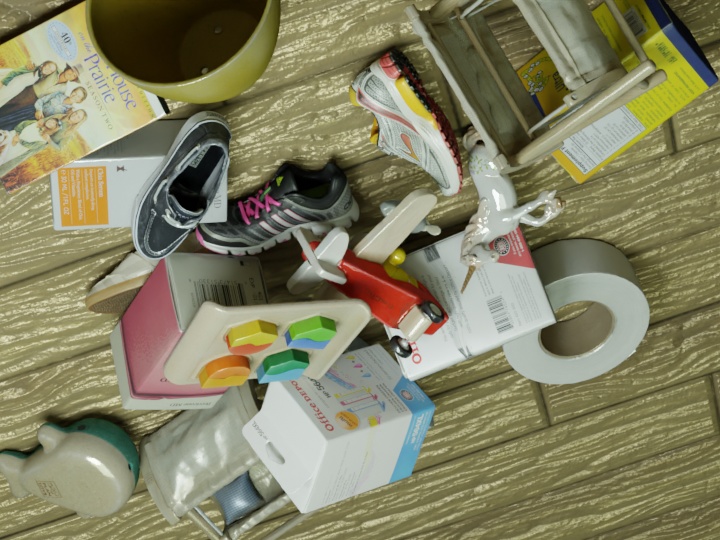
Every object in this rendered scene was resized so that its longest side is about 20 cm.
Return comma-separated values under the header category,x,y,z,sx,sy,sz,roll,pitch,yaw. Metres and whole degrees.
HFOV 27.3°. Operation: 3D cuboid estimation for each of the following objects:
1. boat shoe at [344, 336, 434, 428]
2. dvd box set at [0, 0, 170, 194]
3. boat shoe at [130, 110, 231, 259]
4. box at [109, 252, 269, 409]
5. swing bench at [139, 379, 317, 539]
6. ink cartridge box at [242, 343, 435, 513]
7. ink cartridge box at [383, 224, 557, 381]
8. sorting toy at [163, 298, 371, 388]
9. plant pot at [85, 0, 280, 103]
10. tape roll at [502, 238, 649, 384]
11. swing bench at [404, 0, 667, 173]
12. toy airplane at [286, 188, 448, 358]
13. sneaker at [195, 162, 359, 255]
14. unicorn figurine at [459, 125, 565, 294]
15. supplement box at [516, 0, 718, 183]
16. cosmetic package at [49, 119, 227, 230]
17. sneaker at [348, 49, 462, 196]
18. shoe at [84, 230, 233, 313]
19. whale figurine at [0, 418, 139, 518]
category,x,y,z,sx,sy,sz,roll,pitch,yaw
boat shoe,0.017,0.160,1.984,0.068,0.074,0.199,-35,127,22
dvd box set,-0.321,-0.188,1.578,0.199,0.029,0.147,-24,100,10
boat shoe,-0.195,-0.079,1.628,0.071,0.068,0.201,19,124,-27
box,-0.205,0.076,1.786,0.127,0.110,0.200,2,148,-30
swing bench,-0.159,0.263,1.986,0.198,0.130,0.200,-36,129,20
ink cartridge box,-0.032,0.196,1.835,0.199,0.129,0.126,-14,136,-38
ink cartridge box,0.127,0.034,1.841,0.198,0.148,0.083,-22,175,8
sorting toy,-0.107,0.088,1.689,0.198,0.037,0.185,1,150,-25
plant pot,-0.163,-0.251,1.518,0.198,0.202,0.142,-21,158,7
tape roll,0.277,0.056,1.952,0.200,0.071,0.204,-7,132,-7
swing bench,0.185,-0.237,1.567,0.199,0.200,0.130,-32,173,16
toy airplane,0.000,0.000,1.746,0.198,0.142,0.201,-9,124,-2
sneaker,-0.099,-0.080,1.745,0.198,0.074,0.088,-12,133,-9
unicorn figurine,0.170,-0.085,1.765,0.136,0.202,0.074,-14,174,16
supplement box,0.283,-0.217,1.685,0.199,0.110,0.109,-37,129,19
cosmetic package,-0.252,-0.109,1.683,0.198,0.072,0.102,-4,132,-10
sneaker,0.056,-0.162,1.713,0.082,0.078,0.200,-27,122,17
shoe,-0.245,0.000,1.802,0.198,0.054,0.070,-21,153,11
whale figurine,-0.385,0.257,1.976,0.198,0.104,0.160,-7,123,25
